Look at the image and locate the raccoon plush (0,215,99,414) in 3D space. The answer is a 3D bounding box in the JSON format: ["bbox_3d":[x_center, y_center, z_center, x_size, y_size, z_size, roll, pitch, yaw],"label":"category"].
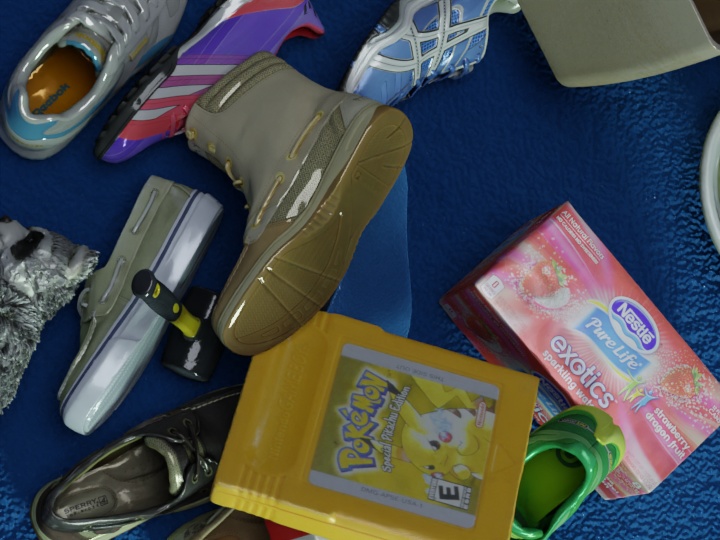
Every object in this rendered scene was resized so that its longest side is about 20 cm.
[{"bbox_3d":[-0.243,0.063,1.648,0.134,0.097,0.200,-17,116,-29],"label":"raccoon plush"}]

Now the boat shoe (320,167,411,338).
[{"bbox_3d":[0.000,0.000,1.706,0.084,0.069,0.200,8,96,-26],"label":"boat shoe"}]

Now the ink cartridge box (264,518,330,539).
[{"bbox_3d":[0.013,0.204,1.618,0.116,0.067,0.200,-17,86,-30],"label":"ink cartridge box"}]

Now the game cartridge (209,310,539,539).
[{"bbox_3d":[0.013,0.113,1.600,0.200,0.032,0.176,18,47,-3],"label":"game cartridge"}]

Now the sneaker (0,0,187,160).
[{"bbox_3d":[-0.182,-0.167,1.680,0.077,0.081,0.200,35,74,-5],"label":"sneaker"}]

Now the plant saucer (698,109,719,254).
[{"bbox_3d":[0.348,-0.059,1.815,0.200,0.050,0.200,2,81,-15],"label":"plant saucer"}]

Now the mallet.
[{"bbox_3d":[-0.130,0.038,1.609,0.041,0.200,0.066,19,88,12],"label":"mallet"}]

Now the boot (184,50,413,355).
[{"bbox_3d":[-0.072,-0.051,1.641,0.200,0.155,0.073,-58,141,-3],"label":"boot"}]

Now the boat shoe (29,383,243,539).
[{"bbox_3d":[-0.136,0.139,1.654,0.200,0.065,0.073,-30,88,-17],"label":"boat shoe"}]

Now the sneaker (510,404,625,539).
[{"bbox_3d":[0.099,0.168,1.668,0.074,0.084,0.200,47,113,5],"label":"sneaker"}]

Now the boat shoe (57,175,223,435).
[{"bbox_3d":[-0.167,0.023,1.670,0.062,0.072,0.200,26,67,7],"label":"boat shoe"}]

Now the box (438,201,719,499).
[{"bbox_3d":[0.167,0.061,1.728,0.103,0.095,0.200,-40,93,-17],"label":"box"}]

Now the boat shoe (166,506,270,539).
[{"bbox_3d":[-0.047,0.171,1.673,0.200,0.063,0.073,-33,90,-17],"label":"boat shoe"}]

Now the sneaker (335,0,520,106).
[{"bbox_3d":[0.048,-0.167,1.741,0.077,0.076,0.200,40,76,-1],"label":"sneaker"}]

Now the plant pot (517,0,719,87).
[{"bbox_3d":[0.215,-0.242,1.725,0.200,0.177,0.200,-26,89,-40],"label":"plant pot"}]

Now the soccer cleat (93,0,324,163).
[{"bbox_3d":[-0.110,-0.139,1.704,0.073,0.068,0.200,46,72,-8],"label":"soccer cleat"}]
